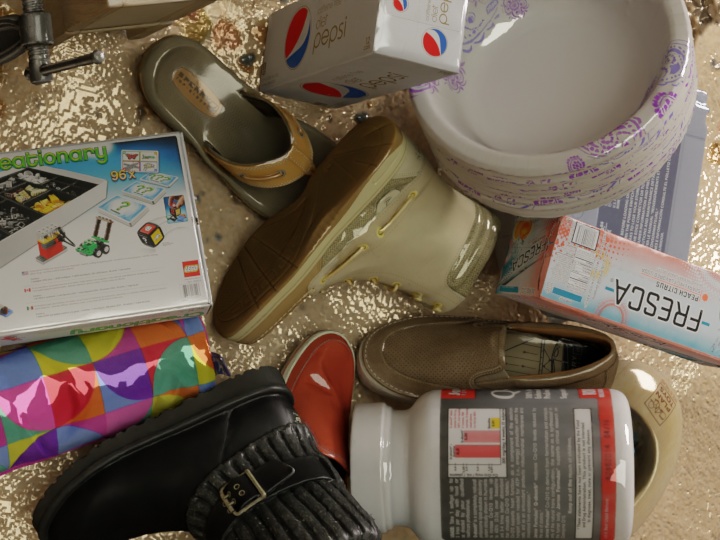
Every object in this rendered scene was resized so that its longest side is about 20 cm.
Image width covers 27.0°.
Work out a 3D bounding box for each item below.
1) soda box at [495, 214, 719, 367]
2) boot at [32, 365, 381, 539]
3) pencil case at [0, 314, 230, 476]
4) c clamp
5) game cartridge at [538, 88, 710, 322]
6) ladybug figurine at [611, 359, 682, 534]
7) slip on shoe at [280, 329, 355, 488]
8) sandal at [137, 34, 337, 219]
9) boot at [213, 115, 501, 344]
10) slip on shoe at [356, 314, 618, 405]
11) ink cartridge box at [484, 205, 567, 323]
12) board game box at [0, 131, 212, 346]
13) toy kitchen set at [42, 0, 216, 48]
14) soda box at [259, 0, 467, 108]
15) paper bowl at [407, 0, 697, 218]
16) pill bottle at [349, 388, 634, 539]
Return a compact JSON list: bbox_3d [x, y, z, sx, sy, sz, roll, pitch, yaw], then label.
[{"bbox_3d":[0.203,0.017,1.111,0.199,0.068,0.064,19,84,-23],"label":"soda box"},{"bbox_3d":[-0.106,0.174,1.007,0.210,0.079,0.158,-30,61,0],"label":"boot"},{"bbox_3d":[-0.192,0.083,1.031,0.199,0.088,0.089,-15,96,-23],"label":"pencil case"},{"bbox_3d":[-0.231,-0.213,0.978,0.027,0.170,0.201,-9,88,-47],"label":"c clamp"},{"bbox_3d":[0.198,-0.056,1.165,0.133,0.041,0.201,12,85,-28],"label":"game cartridge"},{"bbox_3d":[0.177,0.153,1.207,0.200,0.072,0.136,-41,104,-19],"label":"ladybug figurine"},{"bbox_3d":[-0.032,0.134,1.093,0.074,0.061,0.201,39,51,-36],"label":"slip on shoe"},{"bbox_3d":[-0.076,-0.098,1.099,0.200,0.054,0.081,39,74,-25],"label":"sandal"},{"bbox_3d":[0.000,0.000,1.123,0.200,0.073,0.155,-49,130,6],"label":"boot"},{"bbox_3d":[0.098,0.066,1.144,0.199,0.061,0.076,8,60,-2],"label":"slip on shoe"},{"bbox_3d":[0.161,-0.066,1.205,0.116,0.067,0.201,-14,94,-23],"label":"ink cartridge box"},{"bbox_3d":[-0.208,-0.019,1.013,0.199,0.035,0.127,-8,76,-14],"label":"board game box"},{"bbox_3d":[-0.135,-0.267,1.007,0.162,0.180,0.201,-11,95,-26],"label":"toy kitchen set"},{"bbox_3d":[-0.002,-0.162,1.056,0.068,0.200,0.064,9,84,-25],"label":"soda box"},{"bbox_3d":[0.140,-0.130,1.074,0.201,0.200,0.104,-55,150,-15],"label":"paper bowl"},{"bbox_3d":[0.095,0.144,1.094,0.199,0.116,0.117,0,89,5],"label":"pill bottle"}]
